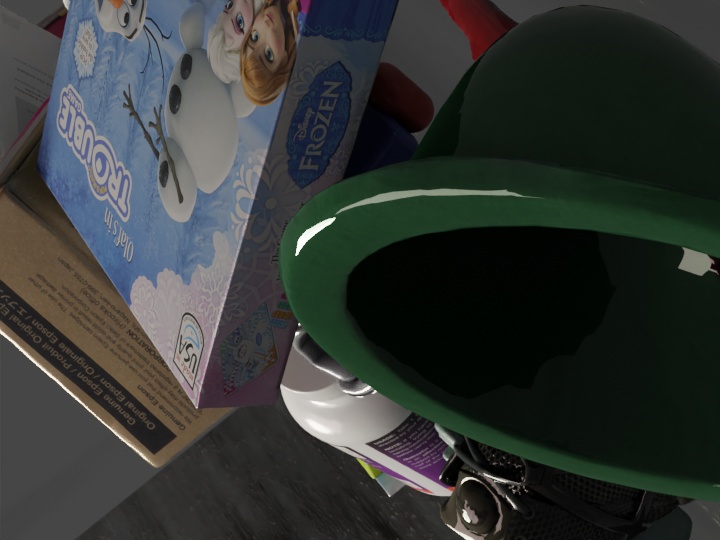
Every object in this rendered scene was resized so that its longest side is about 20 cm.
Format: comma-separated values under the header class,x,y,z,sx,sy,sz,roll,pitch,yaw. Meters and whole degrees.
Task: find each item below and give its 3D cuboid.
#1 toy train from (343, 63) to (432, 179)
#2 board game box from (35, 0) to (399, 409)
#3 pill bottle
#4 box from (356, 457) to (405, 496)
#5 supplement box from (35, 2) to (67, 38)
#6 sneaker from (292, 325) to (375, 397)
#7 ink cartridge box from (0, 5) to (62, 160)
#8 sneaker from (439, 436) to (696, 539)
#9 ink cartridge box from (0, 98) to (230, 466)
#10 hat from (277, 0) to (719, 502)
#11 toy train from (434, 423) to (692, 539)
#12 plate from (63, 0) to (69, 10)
class,x,y,z,sx,sy,sz,roll,pitch,yaw
toy train,-0.010,-0.064,0.780,0.115,0.085,0.200,35,-172,-38
board game box,-0.070,-0.081,0.685,0.200,0.043,0.200,48,130,45
pill bottle,0.022,0.072,1.063,0.113,0.113,0.200,49,-172,36
box,0.013,0.112,1.628,0.200,0.122,0.048,49,173,30
supplement box,-0.238,-0.219,1.541,0.104,0.131,0.200,53,175,-16
sneaker,0.000,0.000,0.910,0.075,0.114,0.200,45,178,-23
ink cartridge box,-0.181,-0.054,1.050,0.199,0.084,0.177,28,-146,-39
sneaker,0.073,0.056,0.679,0.076,0.114,0.200,44,169,48
ink cartridge box,-0.126,-0.017,0.898,0.165,0.075,0.200,43,-153,-15
hat,0.075,-0.053,0.419,0.198,0.177,0.166,9,154,21
toy train,0.115,0.116,0.947,0.114,0.085,0.200,43,178,-12
plate,-0.124,-0.178,1.000,0.200,0.032,0.201,51,152,25
